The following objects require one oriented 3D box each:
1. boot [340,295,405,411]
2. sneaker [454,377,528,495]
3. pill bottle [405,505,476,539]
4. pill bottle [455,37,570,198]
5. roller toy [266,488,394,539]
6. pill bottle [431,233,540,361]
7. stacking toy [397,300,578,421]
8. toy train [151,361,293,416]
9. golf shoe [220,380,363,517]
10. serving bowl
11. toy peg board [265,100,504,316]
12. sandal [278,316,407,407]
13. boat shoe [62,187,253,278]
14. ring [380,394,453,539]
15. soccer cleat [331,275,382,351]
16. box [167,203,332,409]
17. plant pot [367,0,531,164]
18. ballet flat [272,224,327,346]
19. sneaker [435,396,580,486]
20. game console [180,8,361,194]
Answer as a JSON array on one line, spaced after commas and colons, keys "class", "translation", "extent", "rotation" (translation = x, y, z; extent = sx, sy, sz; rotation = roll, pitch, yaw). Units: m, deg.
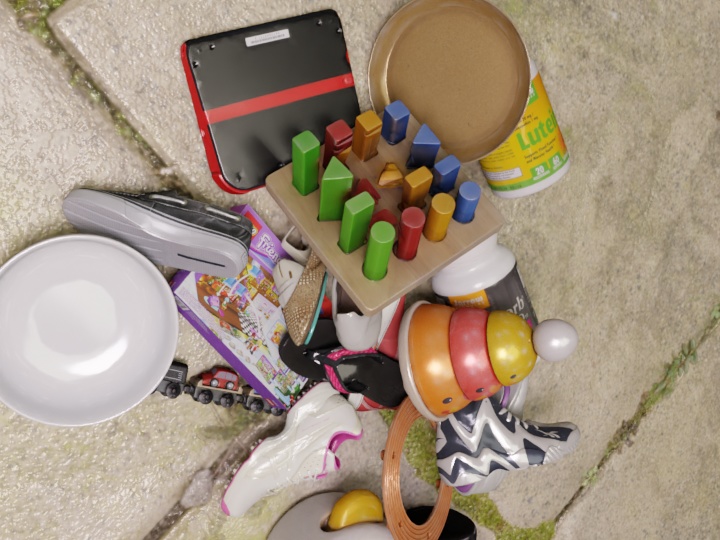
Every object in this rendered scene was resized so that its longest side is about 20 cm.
[{"class": "boot", "translation": [0.055, 0.088, 1.045], "extent": [0.143, 0.072, 0.202], "rotation": [10, 102, -30]}, {"class": "sneaker", "translation": [0.194, 0.221, 1.151], "extent": [0.099, 0.075, 0.202], "rotation": [16, 99, -38]}, {"class": "pill bottle", "translation": [0.098, 0.436, 1.106], "extent": [0.111, 0.112, 0.202], "rotation": [-2, 101, -28]}, {"class": "pill bottle", "translation": [0.184, -0.204, 1.036], "extent": [0.111, 0.111, 0.201], "rotation": [-35, 114, -18]}, {"class": "roller toy", "translation": [-0.022, 0.384, 1.014], "extent": [0.200, 0.139, 0.183], "rotation": [-46, 117, -14]}, {"class": "pill bottle", "translation": [0.160, 0.035, 1.064], "extent": [0.116, 0.116, 0.201], "rotation": [-33, 113, -19]}, {"class": "stacking toy", "translation": [0.154, 0.092, 0.950], "extent": [0.146, 0.198, 0.148], "rotation": [33, 50, -51]}, {"class": "toy train", "translation": [-0.166, 0.135, 0.954], "extent": [0.198, 0.034, 0.046], "rotation": [16, 81, -30]}, {"class": "golf shoe", "translation": [-0.080, 0.227, 0.972], "extent": [0.091, 0.075, 0.200], "rotation": [41, 85, 16]}, {"class": "serving bowl", "translation": [-0.292, 0.056, 0.844], "extent": [0.198, 0.066, 0.202], "rotation": [-6, 106, -21]}, {"class": "toy peg board", "translation": [0.031, -0.094, 0.883], "extent": [0.198, 0.098, 0.200], "rotation": [-32, 70, -20]}, {"class": "sandal", "translation": [-0.006, 0.114, 0.957], "extent": [0.199, 0.045, 0.076], "rotation": [28, 96, -32]}, {"class": "boat shoe", "translation": [-0.210, -0.050, 0.862], "extent": [0.198, 0.072, 0.071], "rotation": [19, 51, -5]}, {"class": "ring", "translation": [0.071, 0.250, 1.018], "extent": [0.200, 0.019, 0.203], "rotation": [12, 77, -60]}, {"class": "soccer cleat", "translation": [0.000, 0.000, 0.941], "extent": [0.068, 0.201, 0.078], "rotation": [-7, 139, 10]}, {"class": "box", "translation": [-0.116, 0.043, 0.940], "extent": [0.200, 0.039, 0.137], "rotation": [51, 59, -26]}, {"class": "plant pot", "translation": [0.106, -0.227, 0.972], "extent": [0.027, 0.198, 0.202], "rotation": [-40, 125, -64]}, {"class": "ballet flat", "translation": [-0.065, -0.005, 0.923], "extent": [0.065, 0.071, 0.201], "rotation": [25, 46, -12]}, {"class": "sneaker", "translation": [0.183, 0.190, 1.054], "extent": [0.197, 0.079, 0.131], "rotation": [-13, 86, -6]}, {"class": "game console", "translation": [-0.093, -0.193, 0.938], "extent": [0.198, 0.031, 0.179], "rotation": [-20, 105, -24]}]
